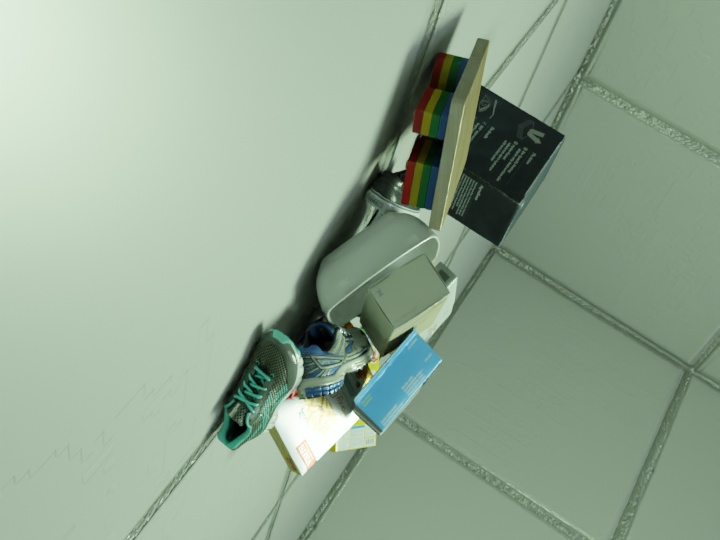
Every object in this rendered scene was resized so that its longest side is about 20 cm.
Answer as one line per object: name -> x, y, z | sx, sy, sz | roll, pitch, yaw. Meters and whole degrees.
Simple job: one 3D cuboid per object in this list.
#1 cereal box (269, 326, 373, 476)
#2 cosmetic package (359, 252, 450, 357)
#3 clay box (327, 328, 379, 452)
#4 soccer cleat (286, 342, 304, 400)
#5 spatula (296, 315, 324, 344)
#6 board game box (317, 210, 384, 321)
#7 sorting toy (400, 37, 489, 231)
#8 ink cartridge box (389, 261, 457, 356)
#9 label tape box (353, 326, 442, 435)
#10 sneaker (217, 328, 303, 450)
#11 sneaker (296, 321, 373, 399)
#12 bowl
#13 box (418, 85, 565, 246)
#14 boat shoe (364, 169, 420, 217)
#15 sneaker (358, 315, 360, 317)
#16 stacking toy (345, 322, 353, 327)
cereal box -> -0.064, 0.207, 1.577 | 0.200, 0.039, 0.146 | -43, 123, -28
cosmetic package -> 0.062, 0.055, 1.463 | 0.102, 0.074, 0.200 | -32, 169, -10
clay box -> -0.019, 0.201, 1.687 | 0.114, 0.047, 0.205 | 4, 87, -52
soccer cleat -> -0.090, 0.159, 1.477 | 0.199, 0.073, 0.069 | -36, 163, -39
spatula -> -0.082, 0.119, 1.605 | 0.057, 0.020, 0.201 | -49, 168, -19
board game box -> 0.000, 0.000, 1.626 | 0.202, 0.034, 0.126 | -58, 171, -8
sorting toy -> 0.115, -0.198, 1.380 | 0.200, 0.068, 0.203 | -65, 166, -51
ink cartridge box -> 0.101, 0.087, 1.749 | 0.160, 0.047, 0.201 | -46, 165, -14
label tape box -> 0.056, 0.176, 1.514 | 0.145, 0.063, 0.200 | -48, 172, -10
sneaker -> -0.139, 0.169, 1.326 | 0.091, 0.077, 0.202 | -38, 156, -50
sneaker -> -0.037, 0.108, 1.409 | 0.200, 0.075, 0.087 | -42, 121, -66
bowl -> 0.017, -0.008, 1.441 | 0.198, 0.075, 0.200 | -35, 170, -3
box -> 0.205, -0.182, 1.644 | 0.197, 0.198, 0.118 | -50, 168, -37
boat shoe -> 0.060, -0.122, 1.497 | 0.067, 0.069, 0.199 | -58, 163, 10
sneaker -> 0.048, 0.047, 1.781 | 0.200, 0.111, 0.074 | -45, 165, -54
stacking toy -> -0.054, 0.184, 1.761 | 0.116, 0.108, 0.204 | 35, 67, -48
